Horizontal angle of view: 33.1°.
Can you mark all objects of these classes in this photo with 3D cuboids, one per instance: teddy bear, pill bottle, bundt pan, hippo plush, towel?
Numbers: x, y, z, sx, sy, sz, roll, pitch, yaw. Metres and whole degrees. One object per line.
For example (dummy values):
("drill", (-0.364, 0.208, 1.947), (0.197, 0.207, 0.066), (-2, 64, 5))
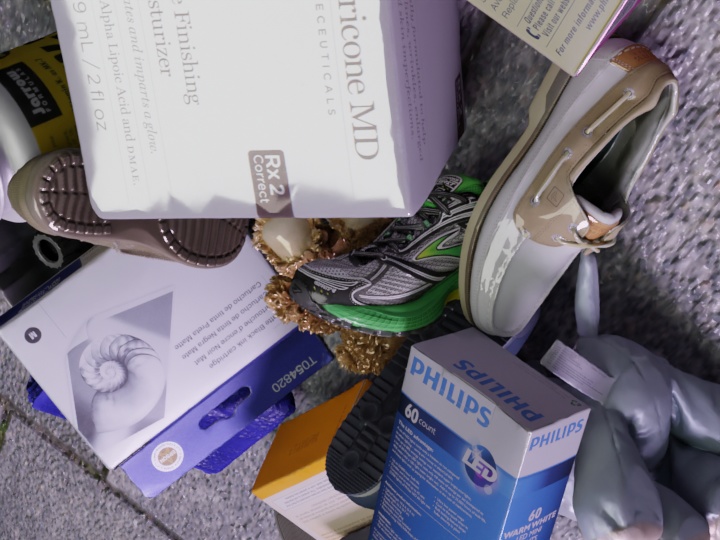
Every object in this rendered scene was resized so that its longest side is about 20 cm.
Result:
("teddy bear", (0.000, 0.000, 0.858), (0.145, 0.067, 0.199), (-42, 134, 14))
("pill bottle", (-0.224, -0.104, 0.860), (0.114, 0.199, 0.115), (27, 134, 32))
("bundt pan", (-0.240, -0.035, 1.018), (0.200, 0.076, 0.204), (18, 130, 23))
("hippo plush", (0.147, 0.125, 0.813), (0.199, 0.160, 0.160), (37, 147, -18))
("towel", (-0.172, 0.112, 1.033), (0.198, 0.050, 0.147), (23, 142, -26))

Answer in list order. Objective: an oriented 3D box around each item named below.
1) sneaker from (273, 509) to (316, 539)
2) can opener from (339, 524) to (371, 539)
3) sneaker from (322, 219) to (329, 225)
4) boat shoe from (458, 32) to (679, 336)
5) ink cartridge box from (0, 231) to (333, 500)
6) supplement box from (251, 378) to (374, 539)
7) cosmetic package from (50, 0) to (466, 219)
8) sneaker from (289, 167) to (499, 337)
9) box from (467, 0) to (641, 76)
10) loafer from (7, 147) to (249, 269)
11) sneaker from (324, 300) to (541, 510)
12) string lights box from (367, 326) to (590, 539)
("sneaker", (-0.011, 0.240, 1.068), (0.074, 0.106, 0.202), (-25, 77, 15))
("can opener", (0.045, 0.206, 0.864), (0.053, 0.067, 0.200), (35, 139, -18))
("sneaker", (-0.066, -0.100, 0.870), (0.103, 0.060, 0.201), (1, 126, 35))
("boat shoe", (0.122, -0.042, 0.724), (0.068, 0.074, 0.202), (38, 116, 39))
("ink cartridge box", (-0.145, 0.059, 0.944), (0.201, 0.199, 0.041), (54, 175, -22))
("supplement box", (0.031, 0.187, 0.964), (0.200, 0.074, 0.126), (40, 138, -17))
("cosmetic package", (-0.051, -0.135, 0.719), (0.198, 0.165, 0.167), (0, 115, 17))
("sneaker", (0.037, -0.019, 0.774), (0.078, 0.199, 0.086), (26, 127, 45))
("box", (0.078, -0.220, 0.601), (0.199, 0.176, 0.097), (37, 134, 6))
("loafer", (-0.155, -0.048, 0.825), (0.068, 0.199, 0.077), (13, 89, 38))
("sneaker", (0.061, 0.087, 0.859), (0.070, 0.200, 0.082), (42, 178, 41))
("string lights box", (0.063, 0.151, 0.752), (0.102, 0.059, 0.202), (35, 124, 39))
